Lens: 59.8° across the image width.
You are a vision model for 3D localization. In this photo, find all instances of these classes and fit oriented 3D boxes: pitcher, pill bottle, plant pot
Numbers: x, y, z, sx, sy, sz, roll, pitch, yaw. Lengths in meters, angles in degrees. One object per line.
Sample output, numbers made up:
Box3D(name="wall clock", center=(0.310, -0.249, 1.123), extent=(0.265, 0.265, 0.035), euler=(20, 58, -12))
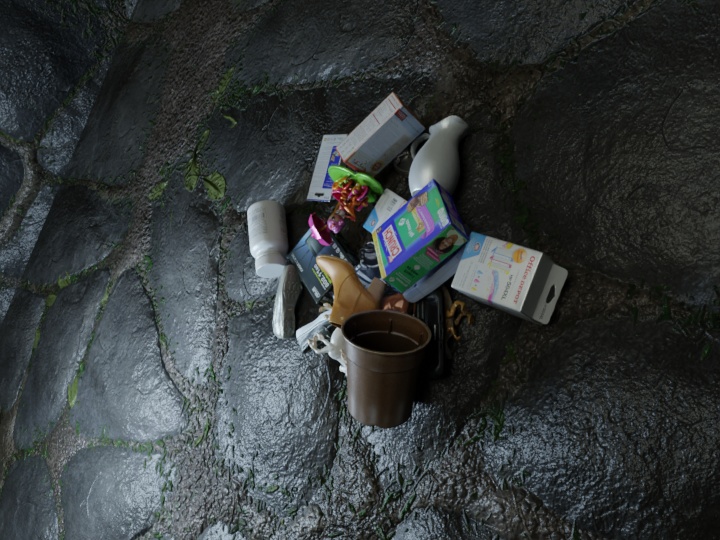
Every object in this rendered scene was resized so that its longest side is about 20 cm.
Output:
Box3D(name="pitcher", center=(0.172, -0.261, 1.532), extent=(0.170, 0.120, 0.204), euler=(-6, 60, 50))
Box3D(name="pill bottle", center=(-0.265, -0.089, 1.810), extent=(0.113, 0.113, 0.204), euler=(-24, 61, 29))
Box3D(name="plant pot", center=(0.050, 0.221, 1.385), extent=(0.198, 0.198, 0.203), euler=(24, 120, 40))

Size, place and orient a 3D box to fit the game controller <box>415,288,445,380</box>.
Box3D(name="game controller", center=(0.159, 0.145, 1.418), extent=(0.104, 0.041, 0.206), euler=(-18, 69, 56))

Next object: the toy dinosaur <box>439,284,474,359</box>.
Box3D(name="toy dinosaur", center=(0.198, 0.094, 1.416), extent=(0.104, 0.060, 0.205), euler=(-12, 68, 36))

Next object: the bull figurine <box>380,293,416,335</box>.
Box3D(name="bull figurine", center=(0.052, 0.112, 1.524), extent=(0.197, 0.064, 0.125), euler=(-18, 71, 39))

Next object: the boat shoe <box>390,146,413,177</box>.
Box3D(name="boat shoe", center=(0.089, -0.323, 1.647), extent=(0.067, 0.057, 0.202), euler=(-40, 54, 20))

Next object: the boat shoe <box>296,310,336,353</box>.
Box3D(name="boat shoe", center=(-0.088, 0.157, 1.625), extent=(0.199, 0.071, 0.072), euler=(-35, 63, 37))

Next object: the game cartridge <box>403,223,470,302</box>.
Box3D(name="game cartridge", center=(0.178, -0.014, 1.440), extent=(0.199, 0.041, 0.134), euler=(-41, 14, 20))

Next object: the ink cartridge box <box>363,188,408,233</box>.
Box3D(name="ink cartridge box", center=(0.111, -0.104, 1.547), extent=(0.199, 0.067, 0.116), euler=(39, 99, 40))

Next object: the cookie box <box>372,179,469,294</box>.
Box3D(name="cookie box", center=(0.127, -0.076, 1.398), extent=(0.199, 0.075, 0.173), euler=(-41, 35, 22))

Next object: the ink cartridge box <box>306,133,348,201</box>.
Box3D(name="ink cartridge box", center=(-0.088, -0.290, 1.791), extent=(0.093, 0.037, 0.205), euler=(8, 77, 39))

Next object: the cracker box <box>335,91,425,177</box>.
Box3D(name="cracker box", center=(0.051, -0.331, 1.567), extent=(0.199, 0.133, 0.058), euler=(-40, 60, 16))

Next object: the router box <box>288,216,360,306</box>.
Box3D(name="router box", center=(-0.095, -0.024, 1.687), extent=(0.150, 0.062, 0.201), euler=(-49, 52, 16))

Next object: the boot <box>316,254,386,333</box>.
Box3D(name="boot", center=(-0.047, 0.058, 1.488), extent=(0.198, 0.071, 0.146), euler=(24, 68, 14))

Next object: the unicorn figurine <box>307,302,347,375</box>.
Box3D(name="unicorn figurine", center=(-0.054, 0.171, 1.524), extent=(0.135, 0.073, 0.205), euler=(20, 102, 23))

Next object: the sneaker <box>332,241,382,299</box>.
Box3D(name="sneaker", center=(0.000, 0.000, 1.569), extent=(0.197, 0.070, 0.110), euler=(-22, 100, 25))

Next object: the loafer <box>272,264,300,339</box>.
Box3D(name="loafer", center=(-0.211, 0.085, 1.729), extent=(0.069, 0.069, 0.206), euler=(4, 85, 46))

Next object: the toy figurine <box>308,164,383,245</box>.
Box3D(name="toy figurine", center=(-0.051, -0.149, 1.603), extent=(0.198, 0.150, 0.186), euler=(11, 66, 55))

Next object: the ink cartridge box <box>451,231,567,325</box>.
Box3D(name="ink cartridge box", center=(0.316, 0.019, 1.305), extent=(0.198, 0.124, 0.131), euler=(20, 87, 41))
